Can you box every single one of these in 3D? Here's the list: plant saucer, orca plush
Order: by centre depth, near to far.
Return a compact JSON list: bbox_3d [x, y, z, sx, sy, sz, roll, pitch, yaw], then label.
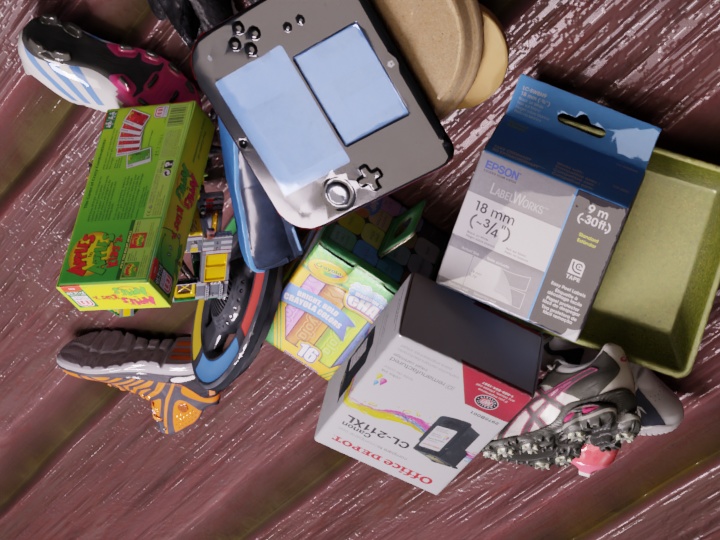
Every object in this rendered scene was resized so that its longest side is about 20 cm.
[{"bbox_3d":[0.243,-0.026,1.410,0.199,0.048,0.201,19,106,13],"label":"plant saucer"},{"bbox_3d":[-0.164,-0.230,1.439,0.104,0.071,0.201,3,127,20],"label":"orca plush"}]

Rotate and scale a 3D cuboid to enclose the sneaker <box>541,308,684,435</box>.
[{"bbox_3d":[0.258,0.077,1.499,0.199,0.080,0.130,38,139,4],"label":"sneaker"}]

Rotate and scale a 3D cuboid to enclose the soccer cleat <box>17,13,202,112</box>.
[{"bbox_3d":[-0.252,-0.192,1.519,0.199,0.070,0.086,27,153,-2],"label":"soccer cleat"}]

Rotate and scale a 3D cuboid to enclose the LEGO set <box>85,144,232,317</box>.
[{"bbox_3d":[-0.198,-0.060,1.492,0.152,0.201,0.116,2,142,-9],"label":"LEGO set"}]

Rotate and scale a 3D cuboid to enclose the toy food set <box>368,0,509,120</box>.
[{"bbox_3d":[0.017,-0.213,1.287,0.199,0.049,0.199,-18,109,30],"label":"toy food set"}]

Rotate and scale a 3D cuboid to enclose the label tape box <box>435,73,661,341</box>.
[{"bbox_3d":[0.169,-0.058,1.366,0.143,0.063,0.201,22,107,11],"label":"label tape box"}]

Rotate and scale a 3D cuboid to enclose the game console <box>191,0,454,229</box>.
[{"bbox_3d":[-0.037,-0.146,1.297,0.176,0.031,0.201,-23,107,30],"label":"game console"}]

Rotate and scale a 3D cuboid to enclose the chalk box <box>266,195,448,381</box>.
[{"bbox_3d":[0.000,0.000,1.516,0.123,0.125,0.200,32,130,-6],"label":"chalk box"}]

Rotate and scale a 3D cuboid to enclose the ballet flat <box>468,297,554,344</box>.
[{"bbox_3d":[0.125,0.063,1.517,0.199,0.067,0.064,15,127,47],"label":"ballet flat"}]

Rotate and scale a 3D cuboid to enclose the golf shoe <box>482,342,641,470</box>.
[{"bbox_3d":[0.189,0.136,1.437,0.077,0.089,0.199,22,150,-34],"label":"golf shoe"}]

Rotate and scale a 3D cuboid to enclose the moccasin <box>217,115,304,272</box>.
[{"bbox_3d":[-0.092,-0.098,1.417,0.068,0.081,0.201,-13,123,-11],"label":"moccasin"}]

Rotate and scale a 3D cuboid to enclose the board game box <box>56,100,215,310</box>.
[{"bbox_3d":[-0.211,-0.062,1.424,0.101,0.201,0.048,-3,149,24],"label":"board game box"}]

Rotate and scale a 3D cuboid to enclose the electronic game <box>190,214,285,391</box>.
[{"bbox_3d":[-0.130,0.025,1.545,0.041,0.201,0.200,17,135,-23],"label":"electronic game"}]

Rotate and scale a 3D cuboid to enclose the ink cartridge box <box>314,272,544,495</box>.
[{"bbox_3d":[0.063,0.114,1.444,0.145,0.083,0.200,25,137,-10],"label":"ink cartridge box"}]

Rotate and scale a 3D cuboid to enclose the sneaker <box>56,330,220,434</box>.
[{"bbox_3d":[-0.256,0.137,1.753,0.198,0.078,0.113,5,126,19],"label":"sneaker"}]

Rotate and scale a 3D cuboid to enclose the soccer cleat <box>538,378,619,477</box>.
[{"bbox_3d":[0.179,0.132,1.516,0.199,0.066,0.077,30,121,34],"label":"soccer cleat"}]

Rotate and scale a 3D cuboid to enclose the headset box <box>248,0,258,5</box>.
[{"bbox_3d":[0.009,-0.212,1.381,0.148,0.077,0.201,-15,117,31],"label":"headset box"}]
